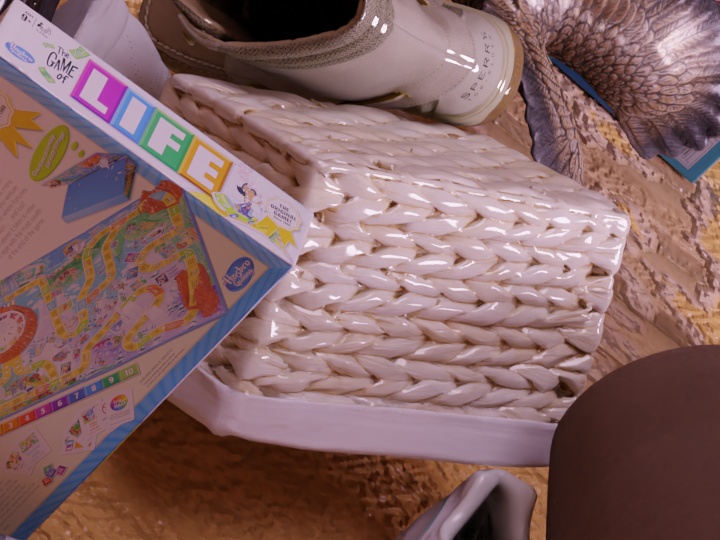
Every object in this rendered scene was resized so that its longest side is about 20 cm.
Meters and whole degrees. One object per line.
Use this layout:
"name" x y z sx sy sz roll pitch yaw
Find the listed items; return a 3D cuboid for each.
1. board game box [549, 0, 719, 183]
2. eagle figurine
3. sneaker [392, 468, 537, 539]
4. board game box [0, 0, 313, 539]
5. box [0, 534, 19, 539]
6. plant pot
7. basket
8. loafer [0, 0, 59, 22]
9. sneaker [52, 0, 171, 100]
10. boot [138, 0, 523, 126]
"board game box" 0.173 -0.160 1.639 0.151 0.047 0.200 40 36 -7
"eagle figurine" 0.096 -0.112 1.453 0.200 0.152 0.151 42 15 4
"sneaker" 0.031 0.156 1.152 0.070 0.080 0.200 24 37 -10
"board game box" -0.129 0.008 1.048 0.134 0.200 0.034 36 37 -13
"box" -0.107 0.178 1.029 0.200 0.041 0.156 20 43 -22
"plant pot" 0.153 0.129 1.157 0.200 0.200 0.175 19 42 -32
"basket" 0.000 0.000 1.207 0.200 0.124 0.136 9 15 -40
"loafer" -0.167 -0.126 1.190 0.200 0.073 0.071 -66 153 -21
"sneaker" -0.117 -0.048 1.232 0.088 0.075 0.200 46 33 -19
"boot" -0.045 -0.116 1.257 0.200 0.072 0.155 13 -1 31
